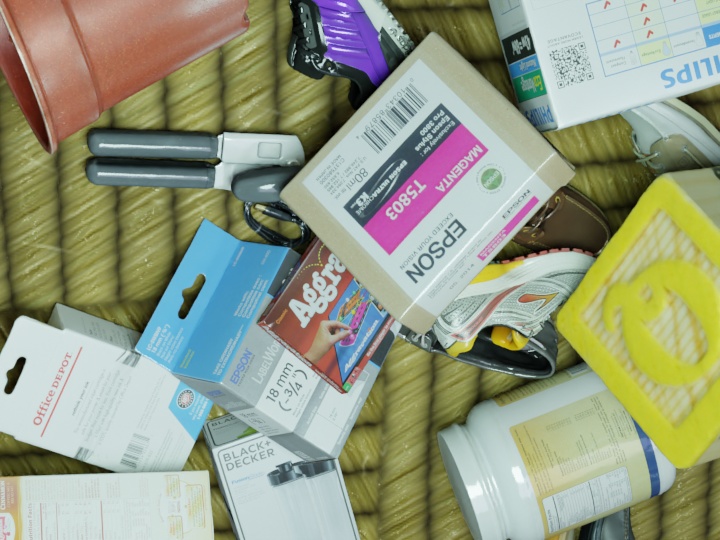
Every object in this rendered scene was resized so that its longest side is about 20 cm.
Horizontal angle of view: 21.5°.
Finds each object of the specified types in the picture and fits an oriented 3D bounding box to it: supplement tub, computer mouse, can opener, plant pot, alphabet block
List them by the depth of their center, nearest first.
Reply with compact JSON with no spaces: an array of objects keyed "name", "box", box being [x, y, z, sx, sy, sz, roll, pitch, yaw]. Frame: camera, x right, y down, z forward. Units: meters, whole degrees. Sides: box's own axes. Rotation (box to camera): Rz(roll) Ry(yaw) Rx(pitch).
[{"name":"plant pot","box":[-0.206,-0.226,1.545,0.194,0.201,0.202,-25,115,-13]},{"name":"can opener","box":[-0.140,-0.093,1.669,0.198,0.067,0.054,1,110,-17]},{"name":"alphabet block","box":[0.334,0.035,1.707,0.199,0.196,0.197,-10,140,-46]},{"name":"computer mouse","box":[-0.013,-0.033,1.743,0.198,0.034,0.059,11,109,-17]},{"name":"supplement tub","box":[0.186,0.176,1.812,0.198,0.145,0.145,-20,114,-5]}]

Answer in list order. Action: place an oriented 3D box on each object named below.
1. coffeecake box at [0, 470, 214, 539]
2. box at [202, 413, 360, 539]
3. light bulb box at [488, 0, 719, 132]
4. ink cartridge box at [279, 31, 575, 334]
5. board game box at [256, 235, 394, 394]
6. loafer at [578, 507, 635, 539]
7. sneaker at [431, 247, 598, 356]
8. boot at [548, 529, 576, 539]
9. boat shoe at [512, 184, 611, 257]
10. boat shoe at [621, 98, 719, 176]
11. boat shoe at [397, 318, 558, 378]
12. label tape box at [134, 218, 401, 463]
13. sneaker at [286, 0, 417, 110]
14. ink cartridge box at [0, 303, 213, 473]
[{"name":"coffeecake box","box":[-0.244,0.245,1.728,0.198,0.074,0.154,0,153,-14]},{"name":"box","box":[-0.070,0.224,1.813,0.116,0.060,0.202,-17,113,-8]},{"name":"light bulb box","box":[0.219,-0.240,1.639,0.196,0.125,0.202,-16,93,-7]},{"name":"ink cartridge box","box":[0.057,-0.075,1.628,0.200,0.075,0.165,-47,69,5]},{"name":"board game box","box":[0.000,0.000,1.707,0.103,0.019,0.201,39,68,-14]},{"name":"loafer","box":[0.250,0.289,1.873,0.072,0.073,0.202,15,73,1]},{"name":"sneaker","box":[0.146,0.032,1.751,0.198,0.078,0.083,-12,81,-26]},{"name":"boot","box":[0.133,0.294,1.881,0.143,0.203,0.071,8,156,18]},{"name":"boat shoe","box":[0.151,-0.057,1.756,0.199,0.068,0.072,26,103,-22]},{"name":"boat shoe","box":[0.290,-0.119,1.763,0.199,0.075,0.069,29,96,-23]},{"name":"boat shoe","box":[0.099,0.056,1.783,0.198,0.057,0.067,13,132,-19]},{"name":"label tape box","box":[-0.081,0.061,1.705,0.199,0.063,0.145,34,69,-19]},{"name":"sneaker","box":[-0.032,-0.219,1.647,0.099,0.070,0.200,-38,114,5]},{"name":"ink cartridge box","box":[-0.242,0.108,1.721,0.199,0.067,0.117,22,105,-21]}]
